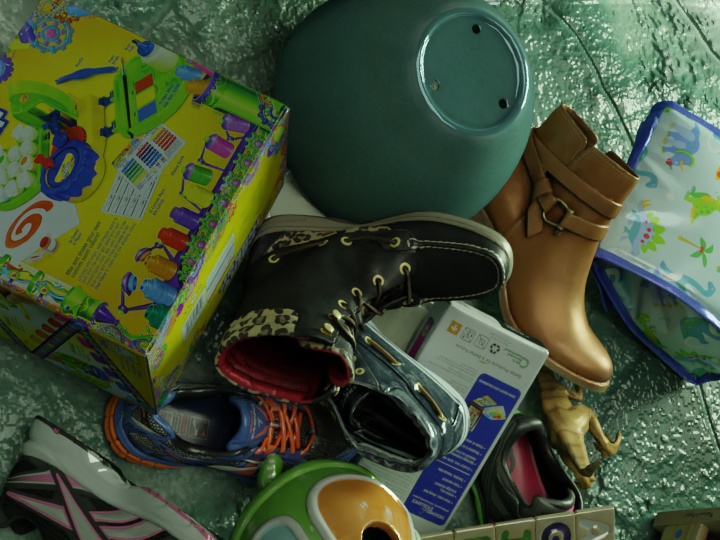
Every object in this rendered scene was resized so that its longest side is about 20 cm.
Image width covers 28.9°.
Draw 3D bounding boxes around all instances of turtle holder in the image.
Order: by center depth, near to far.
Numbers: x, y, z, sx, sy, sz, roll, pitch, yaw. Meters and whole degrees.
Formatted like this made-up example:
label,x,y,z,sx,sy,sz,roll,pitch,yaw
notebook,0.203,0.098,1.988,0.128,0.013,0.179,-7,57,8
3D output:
label,x,y,z,sx,sy,sz,roll,pitch,yaw
turtle holder,-0.033,0.232,0.980,0.186,0.132,0.141,-49,123,-4

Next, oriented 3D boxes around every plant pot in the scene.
label,x,y,z,sx,sy,sz,roll,pitch,yaw
plant pot,0.051,-0.129,1.027,0.198,0.134,0.203,3,82,-24

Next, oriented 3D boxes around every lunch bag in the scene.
label,x,y,z,sx,sy,sz,roll,pitch,yaw
lunch bag,0.292,-0.023,1.216,0.199,0.127,0.171,39,65,-24

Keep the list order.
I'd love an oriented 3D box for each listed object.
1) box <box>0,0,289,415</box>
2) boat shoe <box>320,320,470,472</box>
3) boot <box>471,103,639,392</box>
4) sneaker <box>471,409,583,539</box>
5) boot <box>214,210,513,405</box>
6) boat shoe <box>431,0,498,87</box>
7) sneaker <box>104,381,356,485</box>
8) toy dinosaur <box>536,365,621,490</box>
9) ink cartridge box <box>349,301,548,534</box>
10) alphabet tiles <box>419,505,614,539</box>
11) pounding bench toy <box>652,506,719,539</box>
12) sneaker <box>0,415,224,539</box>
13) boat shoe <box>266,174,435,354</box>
label,x,y,z,sx,sy,sz,roll,pitch,yaw
box,-0.177,-0.046,0.952,0.191,0.122,0.201,26,67,6
boat shoe,-0.013,0.072,1.018,0.199,0.091,0.071,32,104,14
boot,0.172,-0.019,1.122,0.201,0.155,0.076,52,21,19
sneaker,0.137,0.208,1.110,0.076,0.084,0.203,-16,86,-28
boot,0.001,0.025,0.974,0.197,0.074,0.151,5,36,11
boat shoe,0.043,-0.167,1.153,0.199,0.071,0.092,-27,96,-24
sneaker,-0.084,0.119,1.023,0.198,0.078,0.076,4,78,-26
toy dinosaur,0.169,0.134,1.130,0.060,0.201,0.106,-35,122,13
ink cartridge box,0.056,0.125,1.087,0.094,0.037,0.202,26,99,-19
alphabet tiles,0.123,0.291,1.082,0.165,0.008,0.203,-6,99,-14
pounding bench toy,0.315,0.288,1.116,0.124,0.200,0.157,34,65,-16
sneaker,-0.164,0.186,0.946,0.199,0.080,0.087,27,78,26
boat shoe,-0.002,0.002,1.101,0.072,0.060,0.202,-45,101,4
